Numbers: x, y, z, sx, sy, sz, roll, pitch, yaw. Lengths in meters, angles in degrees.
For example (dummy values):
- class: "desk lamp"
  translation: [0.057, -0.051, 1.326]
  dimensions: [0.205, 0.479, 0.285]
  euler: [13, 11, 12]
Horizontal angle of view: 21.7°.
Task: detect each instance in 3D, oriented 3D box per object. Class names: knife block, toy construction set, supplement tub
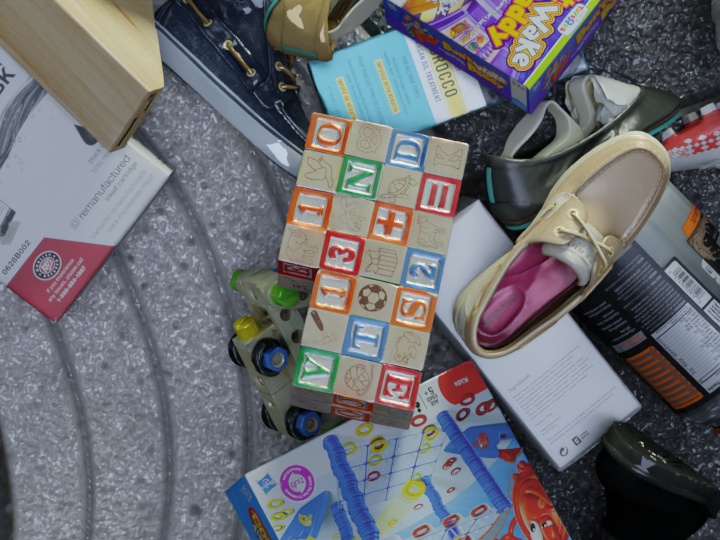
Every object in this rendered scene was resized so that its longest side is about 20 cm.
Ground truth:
- class: "knife block"
  translation: [-0.238, -0.192, 1.355]
  dimensions: [0.175, 0.200, 0.064]
  euler: [18, 127, -28]
- class: "toy construction set"
  translation: [-0.026, 0.055, 1.432]
  dimensions: [0.131, 0.092, 0.200]
  euler: [-38, 104, -25]
- class: "supplement tub"
  translation: [0.245, 0.030, 1.421]
  dimensions: [0.200, 0.123, 0.123]
  euler: [45, 91, -6]

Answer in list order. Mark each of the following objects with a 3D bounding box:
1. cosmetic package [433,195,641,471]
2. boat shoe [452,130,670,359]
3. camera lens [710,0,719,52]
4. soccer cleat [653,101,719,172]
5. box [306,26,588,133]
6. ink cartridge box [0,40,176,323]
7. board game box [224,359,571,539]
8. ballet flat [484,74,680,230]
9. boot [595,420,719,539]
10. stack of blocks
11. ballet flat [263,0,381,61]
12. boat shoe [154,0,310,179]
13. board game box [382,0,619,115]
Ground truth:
- class: "cosmetic package"
  translation: [0.113, 0.046, 1.424]
  dimensions: [0.085, 0.108, 0.200]
  euler: [-38, 96, 0]
- class: "boat shoe"
  translation: [0.146, -0.011, 1.319]
  dimensions: [0.074, 0.069, 0.200]
  euler: [39, 102, -11]
- class: "camera lens"
  translation: [0.339, -0.256, 1.369]
  dimensions: [0.160, 0.160, 0.200]
  euler: [7, 79, -4]
- class: "soccer cleat"
  translation: [0.314, -0.099, 1.444]
  dimensions: [0.200, 0.069, 0.085]
  euler: [-21, 89, -6]
- class: "box"
  translation: [0.065, -0.156, 1.434]
  dimensions: [0.200, 0.049, 0.082]
  euler: [-21, 95, -1]
- class: "ink cartridge box"
  translation: [-0.261, -0.079, 1.406]
  dimensions: [0.200, 0.083, 0.147]
  euler: [37, 92, -6]
- class: "board game box"
  translation: [0.039, 0.194, 1.332]
  dimensions: [0.200, 0.056, 0.196]
  euler: [-26, 82, -24]
- class: "ballet flat"
  translation: [0.166, -0.104, 1.396]
  dimensions: [0.200, 0.068, 0.068]
  euler: [-36, 109, -33]
- class: "boot"
  translation: [0.197, 0.209, 1.401]
  dimensions: [0.079, 0.211, 0.158]
  euler: [35, 89, 31]
- class: "stack of blocks"
  translation: [0.000, 0.000, 1.320]
  dimensions: [0.115, 0.059, 0.200]
  euler: [11, 72, 1]
- class: "ballet flat"
  translation: [0.005, -0.233, 1.395]
  dimensions: [0.063, 0.069, 0.200]
  euler: [27, 72, 21]
- class: "boat shoe"
  translation: [-0.070, -0.145, 1.408]
  dimensions: [0.200, 0.071, 0.091]
  euler: [42, 91, 5]
- class: "board game box"
  translation: [0.130, -0.233, 1.389]
  dimensions: [0.134, 0.045, 0.200]
  euler: [34, 77, 16]
